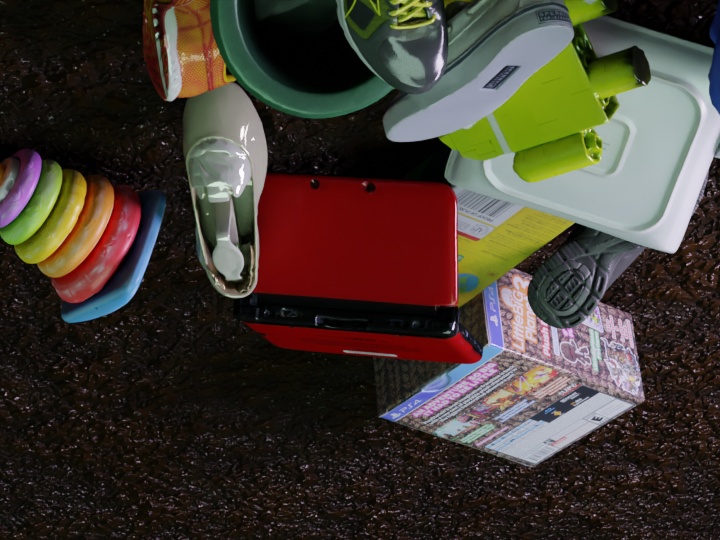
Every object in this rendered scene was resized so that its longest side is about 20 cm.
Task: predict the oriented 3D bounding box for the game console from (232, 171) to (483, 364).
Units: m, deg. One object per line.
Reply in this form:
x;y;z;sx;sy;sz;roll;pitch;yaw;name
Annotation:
0.000;0.000;1.798;0.199;0.119;0.172;5;166;18;game console

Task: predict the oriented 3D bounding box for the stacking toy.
-0.267;-0.054;1.711;0.200;0.110;0.116;32;145;-28;stacking toy

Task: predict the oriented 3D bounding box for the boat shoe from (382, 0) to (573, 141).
0.078;-0.160;1.524;0.071;0.070;0.200;-1;158;-32;boat shoe

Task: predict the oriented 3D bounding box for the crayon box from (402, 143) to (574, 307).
0.076;-0.034;1.815;0.127;0.051;0.200;20;140;-33;crayon box

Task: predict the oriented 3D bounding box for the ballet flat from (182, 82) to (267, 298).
-0.108;-0.060;1.689;0.069;0.070;0.201;-4;130;0;ballet flat

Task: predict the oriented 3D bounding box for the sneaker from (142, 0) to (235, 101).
-0.118;-0.203;1.528;0.077;0.073;0.200;-20;155;-17;sneaker

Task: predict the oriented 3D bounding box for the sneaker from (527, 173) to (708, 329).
0.222;-0.039;1.813;0.076;0.091;0.200;46;112;0;sneaker

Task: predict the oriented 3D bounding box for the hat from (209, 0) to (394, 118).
-0.047;-0.207;1.559;0.165;0.176;0.201;6;107;-17;hat

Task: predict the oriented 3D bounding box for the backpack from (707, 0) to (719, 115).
0.332;-0.176;1.469;0.162;0.201;0.168;11;179;-19;backpack

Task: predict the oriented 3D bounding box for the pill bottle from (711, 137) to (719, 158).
0.375;-0.114;1.671;0.199;0.111;0.111;9;145;-20;pill bottle

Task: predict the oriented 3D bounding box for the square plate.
0.179;-0.109;1.635;0.199;0.029;0.199;18;132;2;square plate

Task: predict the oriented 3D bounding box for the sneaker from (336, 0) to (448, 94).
0.020;-0.206;1.431;0.074;0.085;0.201;-21;118;-9;sneaker

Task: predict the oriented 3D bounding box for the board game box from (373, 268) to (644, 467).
0.137;0.089;1.972;0.199;0.097;0.159;21;140;-34;board game box

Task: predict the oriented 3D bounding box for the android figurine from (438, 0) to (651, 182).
0.112;-0.152;1.577;0.199;0.041;0.183;-15;112;31;android figurine

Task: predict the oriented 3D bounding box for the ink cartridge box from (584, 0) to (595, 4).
0.147;-0.283;1.403;0.146;0.083;0.200;-29;140;32;ink cartridge box
